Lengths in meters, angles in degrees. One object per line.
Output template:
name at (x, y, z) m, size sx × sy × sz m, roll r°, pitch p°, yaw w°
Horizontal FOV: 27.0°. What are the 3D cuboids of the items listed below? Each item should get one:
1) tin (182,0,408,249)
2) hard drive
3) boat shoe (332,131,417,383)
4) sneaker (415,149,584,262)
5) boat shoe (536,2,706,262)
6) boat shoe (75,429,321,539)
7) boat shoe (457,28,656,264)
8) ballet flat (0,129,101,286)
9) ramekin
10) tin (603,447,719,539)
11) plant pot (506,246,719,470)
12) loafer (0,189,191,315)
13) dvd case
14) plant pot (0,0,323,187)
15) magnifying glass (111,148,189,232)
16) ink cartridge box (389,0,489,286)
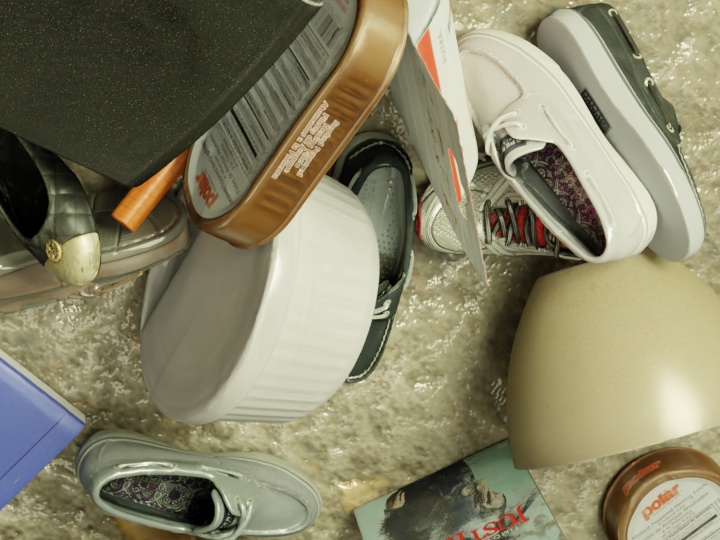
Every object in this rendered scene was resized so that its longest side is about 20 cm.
tin at (-0.045, -0.105, 0.938) m, size 0.042 × 0.112 × 0.200 m, roll 25°, pitch 113°, yaw -31°
hard drive at (-0.323, 0.097, 1.109) m, size 0.132 × 0.025 × 0.200 m, roll -44°, pitch 114°, yaw 9°
boat shoe at (0.000, 0.000, 1.111) m, size 0.075 × 0.060 × 0.200 m, roll -1°, pitch 113°, yaw -10°
sneaker at (0.139, -0.047, 1.107) m, size 0.200 × 0.082 × 0.078 m, roll -8°, pitch 114°, yaw -7°
boat shoe at (0.197, -0.104, 1.062) m, size 0.057 × 0.069 × 0.200 m, roll -24°, pitch 81°, yaw -25°
boat shoe at (-0.119, 0.177, 1.144) m, size 0.200 × 0.072 × 0.070 m, roll 16°, pitch 109°, yaw -24°
boat shoe at (0.121, -0.085, 1.044) m, size 0.072 × 0.068 × 0.200 m, roll -41°, pitch 78°, yaw 38°
ballet flat at (-0.239, -0.072, 0.995) m, size 0.066 × 0.057 × 0.200 m, roll -38°, pitch 84°, yaw 30°
ramekin at (-0.068, 0.013, 1.036) m, size 0.094 × 0.202 × 0.203 m, roll 16°, pitch 109°, yaw -30°
tin at (0.288, 0.236, 1.274) m, size 0.112 × 0.042 × 0.200 m, roll -39°, pitch 114°, yaw 1°
plant pot at (0.194, 0.057, 1.119) m, size 0.200 × 0.200 × 0.135 m, roll -15°, pitch 87°, yaw -4°
loafer at (-0.210, -0.007, 1.061) m, size 0.200 × 0.072 × 0.063 m, roll -10°, pitch 133°, yaw 10°
dvd case at (0.078, 0.209, 1.138) m, size 0.146 × 0.200 × 0.022 m, roll -24°, pitch 115°, yaw 1°
plant pot at (-0.159, -0.176, 0.945) m, size 0.199 × 0.200 × 0.178 m, roll 25°, pitch 116°, yaw -20°
magnifying glass at (-0.100, -0.111, 1.018) m, size 0.022 × 0.080 × 0.200 m, roll 36°, pitch 84°, yaw 3°
ink cartridge box at (0.057, -0.115, 0.972) m, size 0.050 × 0.200 × 0.162 m, roll -21°, pitch 140°, yaw -5°
